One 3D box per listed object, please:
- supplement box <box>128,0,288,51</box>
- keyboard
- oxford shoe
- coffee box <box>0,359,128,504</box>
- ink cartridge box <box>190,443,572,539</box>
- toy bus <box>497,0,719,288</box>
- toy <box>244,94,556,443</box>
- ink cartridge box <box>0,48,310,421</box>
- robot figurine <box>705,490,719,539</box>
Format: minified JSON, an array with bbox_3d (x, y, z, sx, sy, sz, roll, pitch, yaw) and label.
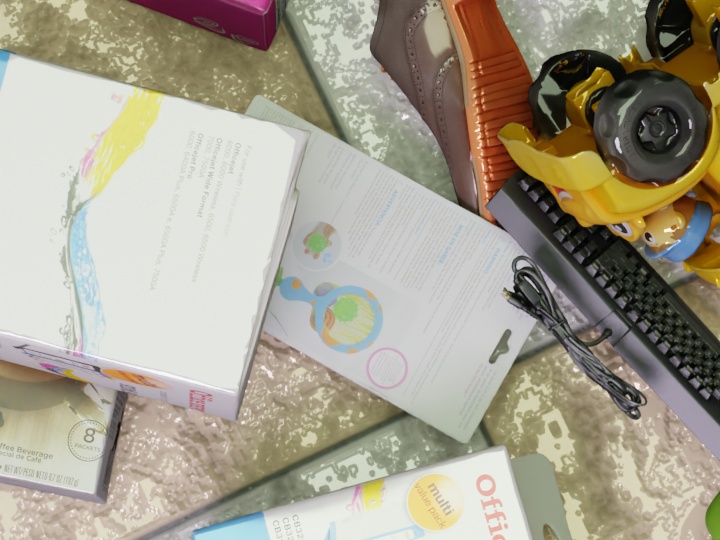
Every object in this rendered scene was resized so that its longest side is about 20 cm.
[{"bbox_3d":[-0.064,-0.240,1.669,0.101,0.103,0.200,21,81,2],"label":"supplement box"},{"bbox_3d":[0.145,0.027,1.627,0.200,0.127,0.021,47,127,4],"label":"keyboard"},{"bbox_3d":[0.050,-0.112,1.680,0.073,0.071,0.200,-11,88,31],"label":"oxford shoe"},{"bbox_3d":[-0.178,0.020,1.642,0.113,0.080,0.200,11,82,1],"label":"coffee box"},{"bbox_3d":[0.023,0.176,1.596,0.200,0.125,0.129,-16,82,-2],"label":"ink cartridge box"},{"bbox_3d":[0.205,-0.059,1.631,0.200,0.136,0.192,-33,110,-9],"label":"toy bus"},{"bbox_3d":[0.000,0.000,1.662,0.200,0.047,0.115,30,85,2],"label":"toy"},{"bbox_3d":[-0.140,-0.019,1.533,0.200,0.147,0.145,14,82,-1],"label":"ink cartridge box"},{"bbox_3d":[0.267,0.121,1.597,0.200,0.175,0.116,-52,46,9],"label":"robot figurine"}]
